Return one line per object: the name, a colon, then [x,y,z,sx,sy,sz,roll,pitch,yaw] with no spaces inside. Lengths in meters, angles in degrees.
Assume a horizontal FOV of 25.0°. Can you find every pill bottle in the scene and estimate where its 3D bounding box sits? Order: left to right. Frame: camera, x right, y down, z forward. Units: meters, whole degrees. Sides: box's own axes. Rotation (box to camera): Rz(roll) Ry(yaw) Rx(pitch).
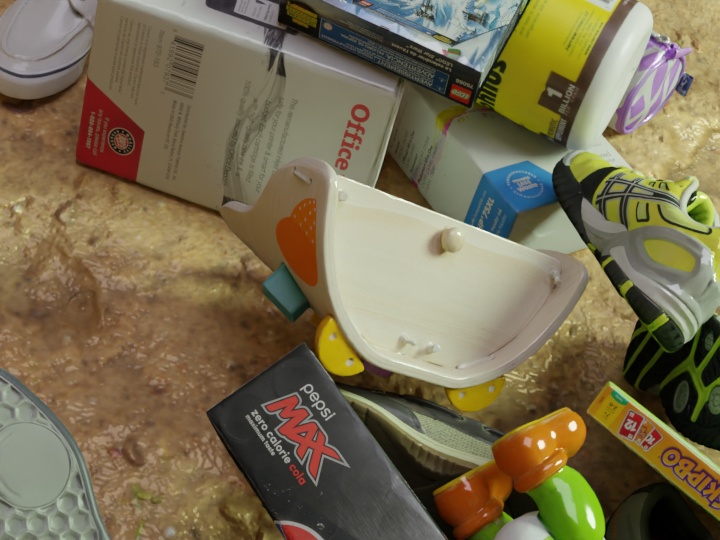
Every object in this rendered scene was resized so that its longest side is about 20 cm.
pill bottle: [0.091,-0.170,1.108,0.199,0.110,0.109,28,45,11]

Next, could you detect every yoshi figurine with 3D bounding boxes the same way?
yoshi figurine: [0.132,0.177,0.858,0.111,0.113,0.201,-28,74,-8]

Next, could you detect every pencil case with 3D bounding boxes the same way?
pencil case: [0.162,-0.191,1.268,0.200,0.086,0.084,39,45,20]

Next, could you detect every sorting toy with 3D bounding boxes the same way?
sorting toy: [0.000,0.000,0.985,0.199,0.108,0.180,19,3,-34]

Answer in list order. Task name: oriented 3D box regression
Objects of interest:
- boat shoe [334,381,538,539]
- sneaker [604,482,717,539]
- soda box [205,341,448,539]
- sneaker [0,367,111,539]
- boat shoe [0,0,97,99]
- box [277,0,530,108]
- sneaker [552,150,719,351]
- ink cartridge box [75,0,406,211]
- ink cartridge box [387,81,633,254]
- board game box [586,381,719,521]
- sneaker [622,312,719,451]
boat shoe: [0.029,0.110,0.949,0.199,0.072,0.066,21,22,4]
sneaker: [0.199,0.207,0.902,0.073,0.080,0.201,-15,55,-33]
soda box: [0.002,0.141,0.851,0.070,0.063,0.201,-35,69,-7]
sneaker: [-0.164,0.148,0.769,0.077,0.146,0.203,-31,89,-35]
boat shoe: [-0.209,-0.199,1.159,0.073,0.066,0.201,22,44,2]
box: [0.050,-0.209,1.037,0.136,0.040,0.201,25,57,7]
sneaker: [0.179,-0.024,0.996,0.076,0.076,0.200,49,8,-31]
ink cartridge box: [-0.075,-0.115,1.067,0.198,0.146,0.084,19,43,0]
ink cartridge box: [0.090,-0.098,1.165,0.115,0.068,0.200,-16,54,-31]
board game box: [0.189,0.113,0.950,0.095,0.030,0.200,40,5,19]
sneaker: [0.225,0.064,0.999,0.076,0.076,0.200,17,10,-9]
